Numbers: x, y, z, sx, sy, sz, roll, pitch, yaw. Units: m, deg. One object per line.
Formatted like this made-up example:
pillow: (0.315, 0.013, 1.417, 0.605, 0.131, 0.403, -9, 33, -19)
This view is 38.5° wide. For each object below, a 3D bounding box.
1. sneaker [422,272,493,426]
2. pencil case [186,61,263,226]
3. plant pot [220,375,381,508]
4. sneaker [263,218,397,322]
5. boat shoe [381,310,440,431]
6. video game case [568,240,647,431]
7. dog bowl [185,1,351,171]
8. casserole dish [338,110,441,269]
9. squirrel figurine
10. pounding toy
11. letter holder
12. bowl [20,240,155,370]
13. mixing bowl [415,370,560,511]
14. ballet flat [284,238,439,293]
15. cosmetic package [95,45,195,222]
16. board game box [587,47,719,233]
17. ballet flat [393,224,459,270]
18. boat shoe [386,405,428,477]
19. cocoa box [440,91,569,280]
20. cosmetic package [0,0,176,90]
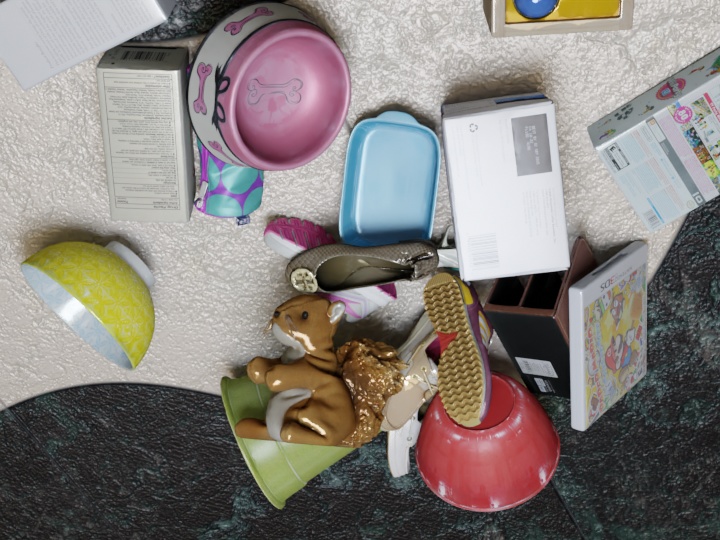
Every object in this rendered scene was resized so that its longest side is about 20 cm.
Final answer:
sneaker: (0.142, 0.101, 1.324, 0.075, 0.200, 0.090, -20, 159, 35)
pencil case: (-0.167, -0.161, 1.267, 0.085, 0.092, 0.200, 26, 128, 38)
plant pot: (-0.068, 0.199, 1.440, 0.190, 0.200, 0.200, -26, 118, 1)
sneaker: (-0.051, 0.008, 1.371, 0.200, 0.081, 0.088, 34, 114, -17)
boat shoe: (0.086, 0.130, 1.385, 0.074, 0.069, 0.200, 41, 72, -33)
video game case: (0.328, 0.083, 1.354, 0.023, 0.182, 0.200, 13, 119, 38)
dog bowl: (-0.096, -0.204, 1.191, 0.200, 0.074, 0.201, -19, 123, -31)
casserole dish: (0.040, -0.102, 1.302, 0.121, 0.039, 0.200, 10, 106, 11)
squirrel figurine: (-0.045, 0.128, 1.313, 0.200, 0.141, 0.187, 9, 79, -25)
pounding toy: (0.238, -0.355, 1.117, 0.200, 0.142, 0.184, -3, 121, 3)
letter holder: (0.262, 0.058, 1.379, 0.100, 0.142, 0.200, 4, 145, 34)
bowl: (-0.334, 0.026, 1.355, 0.108, 0.200, 0.200, -48, 117, -21)
mixing bowl: (0.165, 0.208, 1.386, 0.200, 0.200, 0.109, -9, 134, 6)
ballet flat: (0.000, 0.000, 1.289, 0.200, 0.046, 0.067, -6, 128, 11)
cosmetic package: (-0.259, -0.166, 1.266, 0.103, 0.087, 0.200, 2, 120, -2)
board game box: (0.406, -0.161, 1.276, 0.200, 0.064, 0.148, -31, 117, 19)
ballet flat: (0.102, -0.029, 1.365, 0.200, 0.069, 0.070, 1, 121, -5)
boat shoe: (0.073, 0.218, 1.499, 0.069, 0.071, 0.200, 1, 119, 2)
cocoa box: (0.173, -0.105, 1.249, 0.133, 0.131, 0.200, -7, 105, 5)
cosmetic package: (-0.327, -0.302, 1.195, 0.200, 0.071, 0.102, -22, 118, 13)
